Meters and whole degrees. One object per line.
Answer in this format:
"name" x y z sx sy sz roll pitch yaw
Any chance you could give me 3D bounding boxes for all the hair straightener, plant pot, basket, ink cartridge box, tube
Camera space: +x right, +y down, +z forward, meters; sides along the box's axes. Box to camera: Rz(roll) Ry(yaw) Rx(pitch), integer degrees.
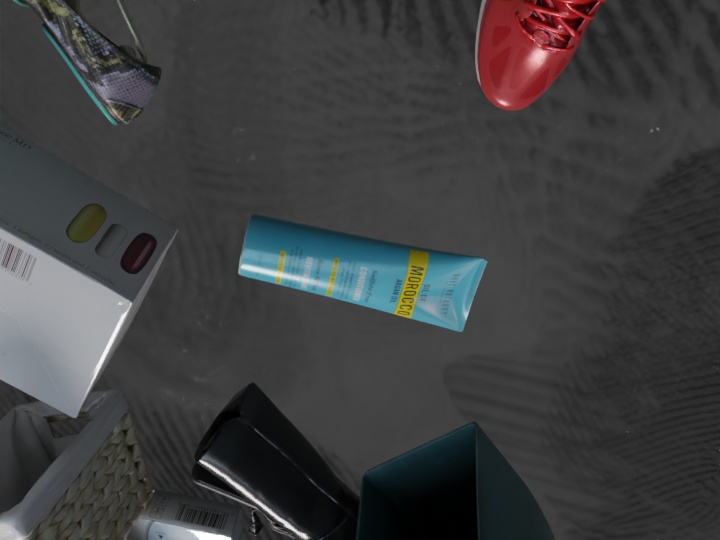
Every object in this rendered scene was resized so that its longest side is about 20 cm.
"hair straightener" -0.086 0.246 0.887 0.198 0.041 0.077 27 124 -12
"plant pot" 0.110 0.279 0.811 0.140 0.142 0.200 -30 120 26
"basket" -0.298 0.220 0.786 0.133 0.200 0.125 -10 110 16
"ink cartridge box" -0.213 0.335 0.958 0.157 0.047 0.203 9 123 6
"tube" 0.000 0.000 0.703 0.197 0.051 0.078 12 132 -4

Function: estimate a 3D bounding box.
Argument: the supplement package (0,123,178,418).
"supplement package" -0.282 -0.005 0.710 0.198 0.111 0.156 30 124 -10

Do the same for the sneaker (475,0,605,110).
"sneaker" 0.122 -0.175 0.517 0.077 0.116 0.202 18 124 -2

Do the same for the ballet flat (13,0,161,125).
"ballet flat" -0.217 -0.200 0.607 0.072 0.072 0.201 -29 113 26

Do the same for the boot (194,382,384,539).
"boot" -0.072 0.225 0.779 0.065 0.166 0.201 -30 109 28
